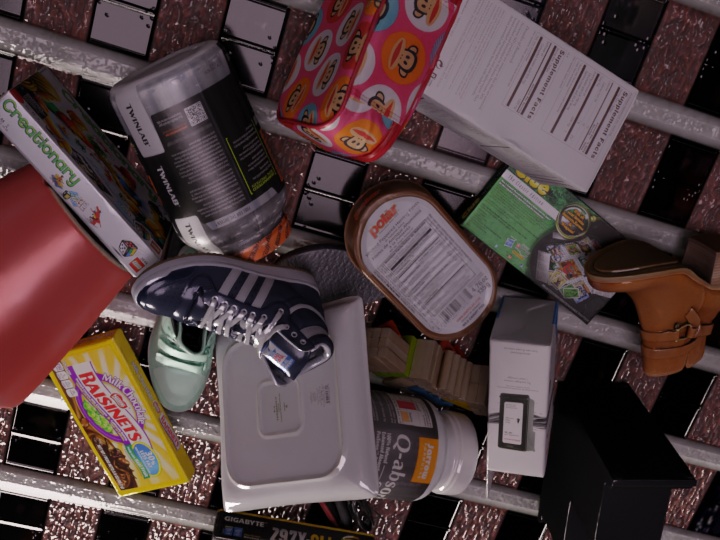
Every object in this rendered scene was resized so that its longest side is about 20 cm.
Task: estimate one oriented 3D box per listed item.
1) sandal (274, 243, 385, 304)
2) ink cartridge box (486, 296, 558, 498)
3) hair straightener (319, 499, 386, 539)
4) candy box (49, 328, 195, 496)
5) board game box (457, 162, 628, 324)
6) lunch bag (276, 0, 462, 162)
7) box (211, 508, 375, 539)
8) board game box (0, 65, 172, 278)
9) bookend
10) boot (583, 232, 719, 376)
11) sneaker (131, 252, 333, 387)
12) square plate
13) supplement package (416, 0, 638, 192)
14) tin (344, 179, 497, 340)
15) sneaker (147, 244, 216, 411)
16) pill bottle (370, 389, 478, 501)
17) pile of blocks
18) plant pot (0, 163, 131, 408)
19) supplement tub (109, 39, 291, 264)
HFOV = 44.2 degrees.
[{"bbox_3d":[0.000,0.001,0.971,0.197,0.043,0.077,-5,113,-15],"label":"sandal"},{"bbox_3d":[0.182,0.146,0.996,0.067,0.116,0.203,5,113,15],"label":"ink cartridge box"},{"bbox_3d":[-0.018,0.278,1.069,0.076,0.041,0.202,-14,114,20],"label":"hair straightener"},{"bbox_3d":[-0.273,0.165,1.005,0.101,0.027,0.202,-15,113,16],"label":"candy box"},{"bbox_3d":[0.214,-0.036,0.983,0.199,0.024,0.105,36,105,-17],"label":"board game box"},{"bbox_3d":[-0.001,-0.207,0.814,0.081,0.176,0.202,26,90,-31],"label":"lunch bag"},{"bbox_3d":[-0.092,0.380,1.088,0.196,0.050,0.162,10,122,-4],"label":"box"},{"bbox_3d":[-0.263,-0.098,0.858,0.034,0.127,0.201,-35,111,10],"label":"board game box"},{"bbox_3d":[0.283,0.263,1.014,0.090,0.201,0.202,1,111,-5],"label":"bookend"},{"bbox_3d":[0.327,0.047,0.984,0.197,0.074,0.157,-6,119,-18],"label":"boot"},{"bbox_3d":[-0.112,0.049,0.835,0.197,0.110,0.070,5,138,-35],"label":"sneaker"},{"bbox_3d":[-0.077,0.141,0.923,0.196,0.028,0.204,-14,74,30],"label":"square plate"},{"bbox_3d":[0.145,-0.174,0.863,0.198,0.114,0.111,27,93,-16],"label":"supplement package"},{"bbox_3d":[0.068,-0.009,0.944,0.112,0.042,0.200,-46,116,-1],"label":"tin"},{"bbox_3d":[-0.191,0.083,0.942,0.072,0.119,0.203,9,112,-10],"label":"sneaker"},{"bbox_3d":[0.026,0.195,0.995,0.197,0.117,0.118,12,111,-25],"label":"pill bottle"},{"bbox_3d":[0.075,0.106,1.017,0.198,0.082,0.063,28,64,-24],"label":"pile of blocks"},{"bbox_3d":[-0.332,0.000,0.867,0.177,0.201,0.201,-38,111,1],"label":"plant pot"},{"bbox_3d":[-0.149,-0.109,0.867,0.121,0.123,0.202,-22,111,4],"label":"supplement tub"}]
